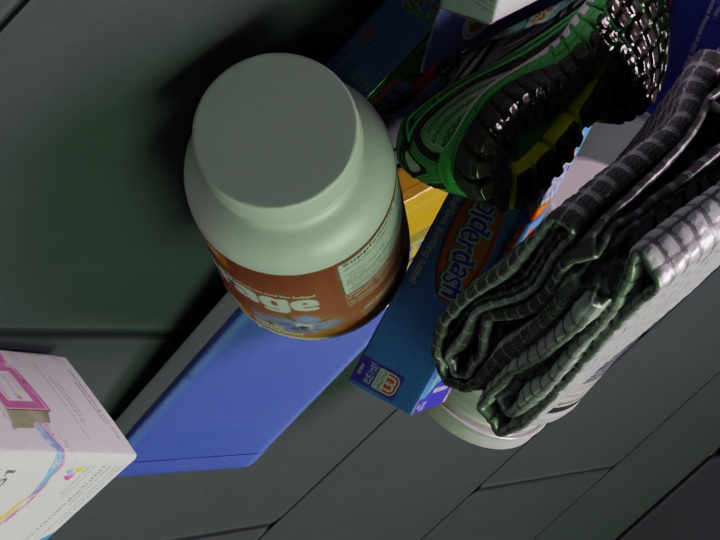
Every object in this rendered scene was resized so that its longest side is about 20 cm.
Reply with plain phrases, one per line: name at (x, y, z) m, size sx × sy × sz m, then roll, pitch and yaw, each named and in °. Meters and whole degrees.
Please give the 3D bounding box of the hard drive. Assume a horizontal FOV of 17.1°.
hard drive at (-0.074, 0.070, 1.560) m, size 0.132 × 0.025 × 0.200 m, roll 0°, pitch 145°, yaw -41°

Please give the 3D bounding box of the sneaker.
sneaker at (0.095, -0.108, 1.271) m, size 0.200 × 0.085 × 0.078 m, roll -37°, pitch 129°, yaw -35°

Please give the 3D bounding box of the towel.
towel at (0.135, -0.014, 1.268) m, size 0.166 × 0.086 × 0.200 m, roll -37°, pitch 171°, yaw -32°

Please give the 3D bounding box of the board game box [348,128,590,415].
board game box at (0.068, -0.015, 1.397) m, size 0.200 × 0.045 × 0.152 m, roll -63°, pitch 172°, yaw 4°

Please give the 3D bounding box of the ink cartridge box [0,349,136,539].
ink cartridge box at (-0.235, 0.116, 1.308) m, size 0.145 × 0.085 × 0.200 m, roll -43°, pitch 162°, yaw 12°

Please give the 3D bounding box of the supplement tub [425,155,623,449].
supplement tub at (0.131, 0.025, 1.760) m, size 0.140 × 0.140 × 0.200 m, roll -21°, pitch 156°, yaw -47°

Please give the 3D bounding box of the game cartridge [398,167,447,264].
game cartridge at (0.000, 0.000, 1.605) m, size 0.176 × 0.032 × 0.200 m, roll -29°, pitch 162°, yaw -31°

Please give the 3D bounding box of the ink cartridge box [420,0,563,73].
ink cartridge box at (0.128, -0.202, 1.241) m, size 0.196 × 0.043 × 0.200 m, roll -30°, pitch 147°, yaw -39°

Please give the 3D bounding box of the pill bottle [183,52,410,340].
pill bottle at (-0.034, -0.040, 1.282) m, size 0.112 × 0.112 × 0.200 m, roll -37°, pitch 163°, yaw -7°

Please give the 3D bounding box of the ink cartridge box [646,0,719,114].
ink cartridge box at (0.188, -0.156, 1.378) m, size 0.200 × 0.037 × 0.095 m, roll -80°, pitch -172°, yaw -56°

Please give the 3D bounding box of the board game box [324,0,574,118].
board game box at (0.078, -0.148, 1.371) m, size 0.151 × 0.037 × 0.200 m, roll -46°, pitch 163°, yaw 16°
